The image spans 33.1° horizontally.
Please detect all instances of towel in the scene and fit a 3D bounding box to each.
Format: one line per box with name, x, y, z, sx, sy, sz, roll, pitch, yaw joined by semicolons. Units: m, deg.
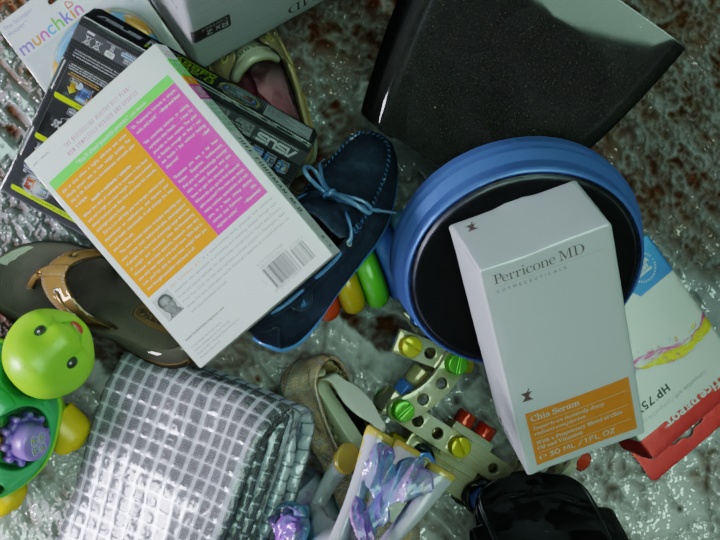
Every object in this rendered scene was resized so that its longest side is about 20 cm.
towel;-0.143;0.174;0.944;0.165;0.086;0.200;17;86;29

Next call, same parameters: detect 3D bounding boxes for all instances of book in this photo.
book;-0.130;-0.047;0.890;0.134;0.048;0.200;-40;89;12

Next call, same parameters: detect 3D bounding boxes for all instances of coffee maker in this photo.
coffee maker;0.157;0.288;0.949;0.135;0.192;0.200;-21;126;-26

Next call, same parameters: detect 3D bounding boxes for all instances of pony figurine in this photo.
pony figurine;-0.013;0.214;0.859;0.166;0.193;0.200;32;85;-11

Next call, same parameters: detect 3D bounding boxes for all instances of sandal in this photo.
sandal;-0.209;0.020;0.952;0.200;0.055;0.082;21;66;19

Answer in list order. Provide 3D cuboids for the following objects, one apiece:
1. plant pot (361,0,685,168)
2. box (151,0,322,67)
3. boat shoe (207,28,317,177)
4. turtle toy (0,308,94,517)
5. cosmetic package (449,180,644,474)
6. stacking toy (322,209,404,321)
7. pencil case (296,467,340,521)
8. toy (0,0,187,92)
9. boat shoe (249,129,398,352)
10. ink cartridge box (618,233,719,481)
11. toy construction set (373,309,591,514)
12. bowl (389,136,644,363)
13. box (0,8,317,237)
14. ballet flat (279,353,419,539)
plant pot;0.107;-0.161;0.981;0.200;0.200;0.178;31;98;-9
box;-0.099;-0.304;0.937;0.199;0.131;0.200;-32;76;-10
boat shoe;-0.088;-0.171;0.999;0.074;0.066;0.200;-30;95;-9
turtle toy;-0.283;0.104;0.932;0.200;0.101;0.146;-43;97;7
cosmetic package;0.142;0.046;0.901;0.101;0.071;0.200;-20;123;-3
stacking toy;0.000;0.000;1.014;0.200;0.085;0.086;-21;94;-5
pencil case;-0.023;0.263;1.003;0.091;0.083;0.200;-35;96;-4
toy;-0.194;-0.148;0.978;0.115;0.047;0.200;-34;100;6
boat shoe;-0.025;-0.030;0.957;0.084;0.069;0.200;15;69;20
ink cartridge box;0.253;0.080;1.061;0.116;0.067;0.200;-38;97;-8
toy construction set;0.095;0.128;1.027;0.200;0.092;0.131;32;84;2
bowl;0.124;-0.008;0.939;0.200;0.039;0.201;-4;126;-6
box;-0.158;-0.086;0.951;0.200;0.044;0.160;28;111;-7
ballet flat;0.003;0.155;0.985;0.200;0.067;0.068;57;37;4
